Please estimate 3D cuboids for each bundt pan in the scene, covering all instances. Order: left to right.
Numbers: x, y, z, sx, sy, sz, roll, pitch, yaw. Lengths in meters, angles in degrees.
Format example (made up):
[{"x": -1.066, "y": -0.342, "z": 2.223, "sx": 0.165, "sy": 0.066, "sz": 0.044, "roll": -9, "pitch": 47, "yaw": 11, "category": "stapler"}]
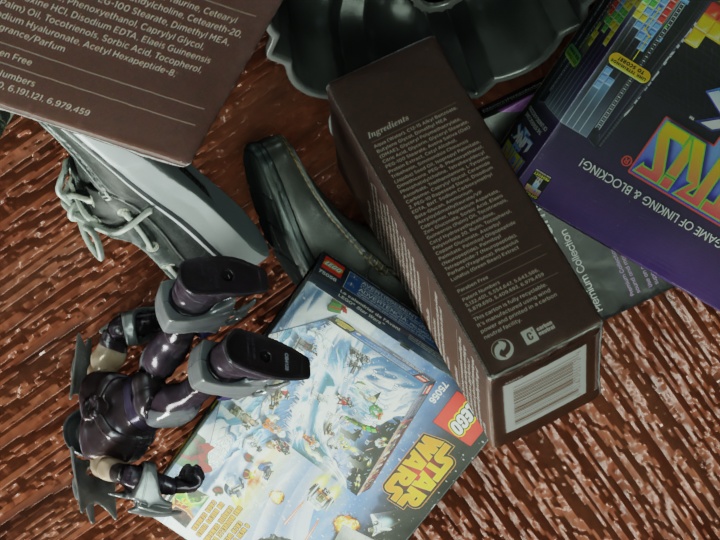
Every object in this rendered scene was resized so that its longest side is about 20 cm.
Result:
[{"x": 0.035, "y": -0.180, "z": 1.595, "sx": 0.201, "sy": 0.076, "sz": 0.202, "roll": -11, "pitch": 145, "yaw": -8, "category": "bundt pan"}]

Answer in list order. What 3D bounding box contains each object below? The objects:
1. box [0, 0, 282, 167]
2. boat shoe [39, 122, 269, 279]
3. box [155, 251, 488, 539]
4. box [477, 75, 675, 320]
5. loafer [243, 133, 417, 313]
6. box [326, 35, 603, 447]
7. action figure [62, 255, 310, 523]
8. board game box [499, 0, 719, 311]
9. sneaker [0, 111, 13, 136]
[{"x": -0.133, "y": -0.192, "z": 1.474, "sx": 0.164, "sy": 0.166, "sz": 0.200, "roll": 18, "pitch": 114, "yaw": -34, "category": "box"}, {"x": -0.133, "y": -0.045, "z": 1.623, "sx": 0.068, "sy": 0.074, "sz": 0.199, "roll": -39, "pitch": 139, "yaw": 9, "category": "boat shoe"}, {"x": -0.019, "y": 0.101, "z": 1.659, "sx": 0.137, "sy": 0.040, "sz": 0.200, "roll": 34, "pitch": 122, "yaw": -5, "category": "box"}, {"x": 0.144, "y": -0.050, "z": 1.689, "sx": 0.199, "sy": 0.036, "sz": 0.143, "roll": -26, "pitch": 102, "yaw": 2, "category": "box"}, {"x": 0.000, "y": 0.000, "z": 1.675, "sx": 0.072, "sy": 0.073, "sz": 0.200, "roll": -33, "pitch": 111, "yaw": -7, "category": "loafer"}, {"x": 0.056, "y": -0.016, "z": 1.577, "sx": 0.075, "sy": 0.100, "sz": 0.200, "roll": -27, "pitch": 66, "yaw": -8, "category": "box"}, {"x": -0.112, "y": 0.068, "z": 1.632, "sx": 0.069, "sy": 0.200, "sz": 0.131, "roll": 1, "pitch": 65, "yaw": -35, "category": "action figure"}, {"x": 0.200, "y": -0.075, "z": 1.623, "sx": 0.200, "sy": 0.057, "sz": 0.166, "roll": 28, "pitch": 103, "yaw": -22, "category": "board game box"}, {"x": -0.206, "y": -0.126, "z": 1.630, "sx": 0.200, "sy": 0.089, "sz": 0.077, "roll": -43, "pitch": 108, "yaw": -21, "category": "sneaker"}]
